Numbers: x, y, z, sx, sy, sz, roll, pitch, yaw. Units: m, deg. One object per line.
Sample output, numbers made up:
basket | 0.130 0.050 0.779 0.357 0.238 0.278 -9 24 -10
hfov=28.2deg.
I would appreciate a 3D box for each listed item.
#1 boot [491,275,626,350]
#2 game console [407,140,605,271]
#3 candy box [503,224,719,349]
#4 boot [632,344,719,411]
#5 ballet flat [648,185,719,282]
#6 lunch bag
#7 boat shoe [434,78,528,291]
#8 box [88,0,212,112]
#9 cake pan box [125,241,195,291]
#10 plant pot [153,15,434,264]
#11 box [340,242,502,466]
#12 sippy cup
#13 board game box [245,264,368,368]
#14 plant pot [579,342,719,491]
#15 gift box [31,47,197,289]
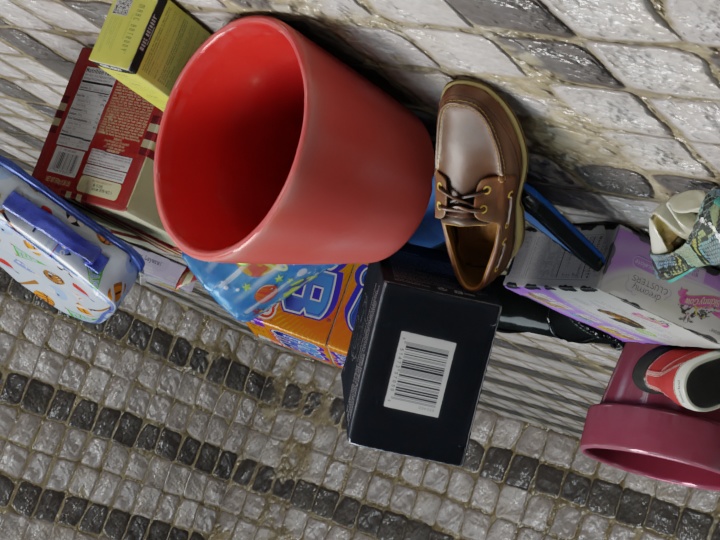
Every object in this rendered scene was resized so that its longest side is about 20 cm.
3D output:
boot | 0.242 0.051 1.763 0.197 0.074 0.162 15 175 -12
game console | 0.107 -0.037 1.334 0.171 0.119 0.200 40 -176 33
candy box | 0.271 0.017 1.485 0.167 0.072 0.200 24 171 -20
boot | 0.393 0.093 1.508 0.198 0.073 0.144 -12 -175 -14
ballet flat | 0.279 -0.036 1.204 0.074 0.075 0.200 21 170 -6
lunch bag | -0.305 -0.029 1.415 0.199 0.076 0.160 35 159 -9
boat shoe | 0.095 -0.064 1.171 0.071 0.068 0.201 12 139 22
box | -0.152 -0.173 1.274 0.050 0.076 0.200 17 172 32
cake pan box | -0.466 -0.011 3.107 0.199 0.053 0.184 24 169 -21
plant pot | -0.045 -0.091 1.201 0.176 0.202 0.200 14 178 -42
box | 0.050 0.068 1.305 0.106 0.150 0.200 12 -168 -5
sippy cup | -0.095 -0.025 1.375 0.140 0.130 0.178 51 -177 38
board game box | 0.000 0.000 1.569 0.198 0.201 0.200 20 172 5
plant pot | 0.365 0.143 1.643 0.198 0.180 0.200 14 167 3
gift box | -0.211 -0.100 1.471 0.184 0.201 0.186 20 175 40
